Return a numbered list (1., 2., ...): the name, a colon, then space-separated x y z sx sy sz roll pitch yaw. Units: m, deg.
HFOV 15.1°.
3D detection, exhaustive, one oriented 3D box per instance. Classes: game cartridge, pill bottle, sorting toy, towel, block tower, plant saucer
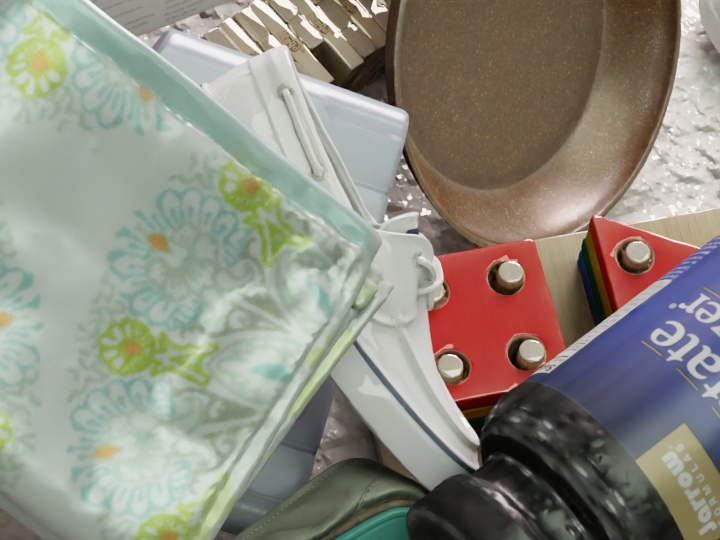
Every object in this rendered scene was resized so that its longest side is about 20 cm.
1. game cartridge: -0.066 0.004 1.162 0.133 0.040 0.200 17 79 -11
2. pill bottle: 0.121 0.072 1.092 0.200 0.112 0.112 -36 81 -18
3. sorting toy: 0.109 0.066 1.194 0.199 0.070 0.200 -10 66 -9
4. towel: -0.104 0.005 1.027 0.200 0.048 0.171 38 73 -14
5. block tower: -0.038 -0.094 1.262 0.054 0.058 0.200 49 53 6
6. plant saucer: 0.075 -0.108 1.282 0.200 0.037 0.200 -13 108 -44

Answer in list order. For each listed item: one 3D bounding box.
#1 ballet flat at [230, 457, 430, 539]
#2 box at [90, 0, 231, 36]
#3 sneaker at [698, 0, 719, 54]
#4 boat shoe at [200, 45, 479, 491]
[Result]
1. ballet flat: -0.057 0.143 1.114 0.200 0.064 0.067 -30 119 -14
2. box: -0.051 -0.152 1.252 0.200 0.039 0.041 -23 115 -13
3. sneaker: 0.276 -0.115 1.390 0.200 0.105 0.076 29 54 -9
4. boat shoe: 0.000 0.000 1.117 0.065 0.074 0.200 -34 94 5
